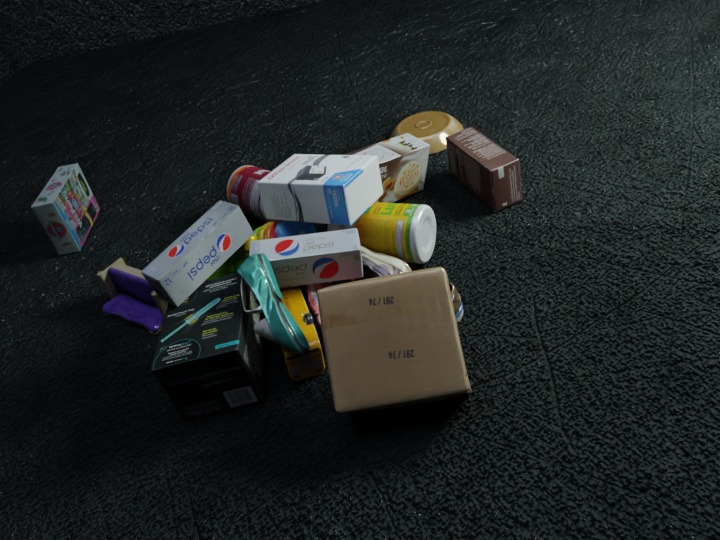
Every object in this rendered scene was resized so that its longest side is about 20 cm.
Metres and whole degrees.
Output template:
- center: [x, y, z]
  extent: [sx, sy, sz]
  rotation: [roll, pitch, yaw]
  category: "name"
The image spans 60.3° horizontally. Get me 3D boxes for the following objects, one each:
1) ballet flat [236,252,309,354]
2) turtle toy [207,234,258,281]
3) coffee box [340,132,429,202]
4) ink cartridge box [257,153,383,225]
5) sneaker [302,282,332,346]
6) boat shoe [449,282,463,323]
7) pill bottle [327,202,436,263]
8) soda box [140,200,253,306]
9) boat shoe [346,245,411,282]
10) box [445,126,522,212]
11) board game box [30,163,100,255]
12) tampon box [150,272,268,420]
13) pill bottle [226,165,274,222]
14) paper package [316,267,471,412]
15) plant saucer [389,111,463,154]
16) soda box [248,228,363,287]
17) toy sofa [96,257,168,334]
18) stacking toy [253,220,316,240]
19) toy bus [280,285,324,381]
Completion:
- center: [-0.149, 0.065, 1.008]
  extent: [0.070, 0.067, 0.202]
  rotation: [-31, 64, 3]
  category: "ballet flat"
- center: [-0.212, 0.005, 1.206]
  extent: [0.197, 0.148, 0.101]
  rotation: [-2, -1, 18]
  category: "turtle toy"
- center: [0.049, -0.209, 1.337]
  extent: [0.198, 0.116, 0.079]
  rotation: [-25, 46, -34]
  category: "coffee box"
- center: [-0.077, -0.161, 1.204]
  extent: [0.197, 0.085, 0.145]
  rotation: [6, 35, 29]
  category: "ink cartridge box"
- center: [-0.055, 0.060, 1.133]
  extent: [0.085, 0.075, 0.201]
  rotation: [-9, 39, -14]
  category: "sneaker"
- center: [0.090, 0.091, 1.018]
  extent: [0.072, 0.073, 0.200]
  rotation: [23, 52, 39]
  category: "boat shoe"
- center: [0.039, -0.076, 1.216]
  extent: [0.197, 0.112, 0.112]
  rotation: [6, 42, 26]
  category: "pill bottle"
- center: [-0.286, -0.033, 1.101]
  extent: [0.063, 0.069, 0.200]
  rotation: [17, 55, 39]
  category: "soda box"
- center: [0.000, 0.000, 1.171]
  extent: [0.198, 0.073, 0.065]
  rotation: [16, 42, 27]
  category: "boat shoe"
- center: [0.261, -0.221, 1.325]
  extent: [0.074, 0.101, 0.201]
  rotation: [-22, 38, -8]
  category: "box"
- center: [-0.749, -0.159, 1.590]
  extent: [0.063, 0.149, 0.201]
  rotation: [-10, 38, 4]
  category: "board game box"
- center: [-0.246, 0.124, 1.059]
  extent: [0.147, 0.128, 0.201]
  rotation: [-14, 37, 5]
  category: "tampon box"
- center: [-0.209, -0.169, 1.428]
  extent: [0.198, 0.114, 0.113]
  rotation: [22, 51, 39]
  category: "pill bottle"
- center: [0.050, 0.105, 0.922]
  extent: [0.197, 0.103, 0.194]
  rotation: [-11, 77, 7]
  category: "paper package"
- center: [0.164, -0.360, 1.590]
  extent: [0.197, 0.036, 0.202]
  rotation: [-10, 37, 8]
  category: "plant saucer"
- center: [-0.096, -0.020, 1.107]
  extent: [0.196, 0.069, 0.064]
  rotation: [-7, 41, -1]
  category: "soda box"
- center: [-0.456, 0.050, 1.270]
  extent: [0.198, 0.084, 0.098]
  rotation: [14, 45, 34]
  category: "toy sofa"
- center: [-0.199, -0.056, 1.305]
  extent: [0.197, 0.117, 0.110]
  rotation: [-7, 33, 31]
  category: "stacking toy"
- center: [-0.118, 0.093, 1.088]
  extent: [0.064, 0.079, 0.201]
  rotation: [-16, 37, -9]
  category: "toy bus"
